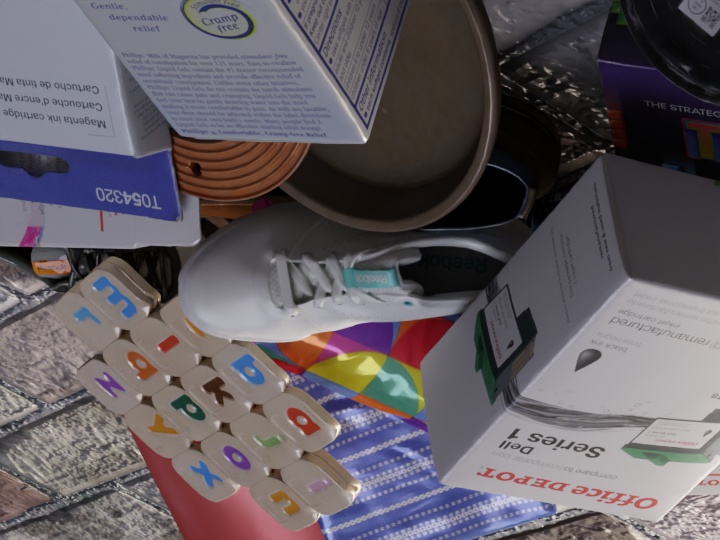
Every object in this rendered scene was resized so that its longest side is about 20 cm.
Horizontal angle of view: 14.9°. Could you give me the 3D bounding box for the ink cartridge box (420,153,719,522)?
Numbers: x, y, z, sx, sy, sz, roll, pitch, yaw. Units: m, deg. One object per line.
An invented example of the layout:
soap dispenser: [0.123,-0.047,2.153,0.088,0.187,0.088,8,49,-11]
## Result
ink cartridge box: [0.141,0.041,1.428,0.146,0.084,0.200,12,140,-24]

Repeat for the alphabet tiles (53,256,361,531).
alphabet tiles: [-0.090,0.074,1.603,0.200,0.015,0.196,44,152,-6]

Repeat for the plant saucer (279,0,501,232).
plant saucer: [-0.006,-0.115,1.397,0.200,0.029,0.200,22,128,31]

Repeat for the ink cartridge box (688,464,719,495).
ink cartridge box: [0.233,0.071,1.594,0.116,0.068,0.200,-1,142,0]

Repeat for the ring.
ring: [-0.094,-0.130,1.434,0.200,0.019,0.201,24,131,31]

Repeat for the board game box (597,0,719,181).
board game box: [0.230,-0.071,1.407,0.200,0.057,0.165,9,154,17]

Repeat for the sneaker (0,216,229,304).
sneaker: [-0.147,-0.006,1.677,0.200,0.079,0.074,15,118,35]

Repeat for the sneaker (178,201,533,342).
sneaker: [0.000,0.000,1.473,0.200,0.075,0.088,-7,-173,0]

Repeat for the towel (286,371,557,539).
towel: [0.023,0.089,1.660,0.145,0.024,0.200,-20,115,6]

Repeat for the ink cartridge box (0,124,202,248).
ink cartridge box: [-0.159,-0.072,1.562,0.200,0.115,0.068,2,-174,30]

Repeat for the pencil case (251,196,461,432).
pencil case: [0.015,0.037,1.578,0.200,0.088,0.088,26,153,-15]

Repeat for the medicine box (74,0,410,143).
medicine box: [-0.052,-0.184,1.217,0.103,0.182,0.200,2,150,28]

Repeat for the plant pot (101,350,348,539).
plant pot: [-0.061,0.084,1.753,0.200,0.200,0.177,-3,137,36]

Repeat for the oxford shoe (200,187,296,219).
oxford shoe: [-0.090,-0.054,1.624,0.200,0.071,0.071,9,156,14]

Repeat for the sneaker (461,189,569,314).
sneaker: [0.084,-0.018,1.559,0.200,0.079,0.089,25,114,-10]

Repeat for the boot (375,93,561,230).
boot: [0.010,-0.072,1.475,0.200,0.097,0.075,10,109,1]

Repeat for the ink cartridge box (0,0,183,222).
ink cartridge box: [-0.199,-0.117,1.477,0.196,0.043,0.200,7,120,30]

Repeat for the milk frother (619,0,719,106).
milk frother: [0.213,-0.172,1.151,0.200,0.181,0.188,-34,167,24]
